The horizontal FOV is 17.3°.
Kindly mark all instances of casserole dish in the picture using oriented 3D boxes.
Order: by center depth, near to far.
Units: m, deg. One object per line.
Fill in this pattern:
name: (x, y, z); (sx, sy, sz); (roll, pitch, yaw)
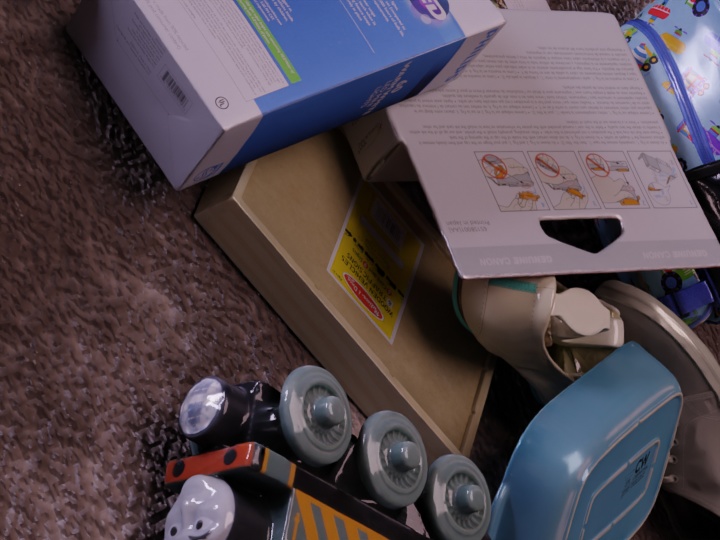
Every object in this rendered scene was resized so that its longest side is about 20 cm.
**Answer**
casserole dish: (0.123, 0.114, 1.271); (0.200, 0.039, 0.121); (-30, 137, -58)

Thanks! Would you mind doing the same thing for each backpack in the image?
backpack: (0.199, -0.070, 1.438); (0.183, 0.134, 0.200); (-173, -120, -88)

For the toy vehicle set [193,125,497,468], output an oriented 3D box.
toy vehicle set: (0.000, 0.000, 1.246); (0.200, 0.026, 0.124); (50, 35, -22)

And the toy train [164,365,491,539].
toy train: (-0.011, 0.124, 1.101); (0.200, 0.085, 0.114); (34, 53, -39)

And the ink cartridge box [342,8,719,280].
ink cartridge box: (0.088, -0.063, 1.286); (0.200, 0.044, 0.174); (-3, 61, -37)

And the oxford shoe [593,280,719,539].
oxford shoe: (0.183, 0.090, 1.388); (0.058, 0.075, 0.200); (-41, 123, -19)

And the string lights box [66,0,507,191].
string lights box: (-0.033, -0.123, 1.177); (0.200, 0.059, 0.103); (-24, 74, -40)

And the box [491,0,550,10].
box: (0.062, -0.136, 1.423); (0.144, 0.036, 0.200); (63, 31, -3)

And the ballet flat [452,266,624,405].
ballet flat: (0.111, 0.035, 1.302); (0.200, 0.069, 0.070); (32, 42, -64)
